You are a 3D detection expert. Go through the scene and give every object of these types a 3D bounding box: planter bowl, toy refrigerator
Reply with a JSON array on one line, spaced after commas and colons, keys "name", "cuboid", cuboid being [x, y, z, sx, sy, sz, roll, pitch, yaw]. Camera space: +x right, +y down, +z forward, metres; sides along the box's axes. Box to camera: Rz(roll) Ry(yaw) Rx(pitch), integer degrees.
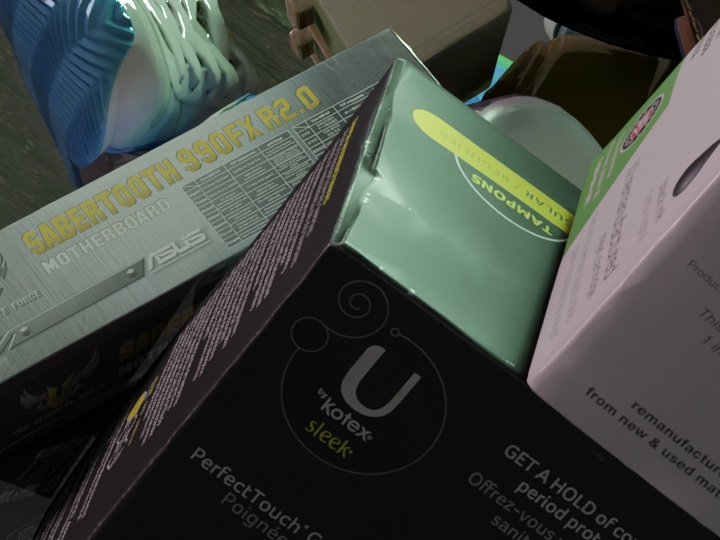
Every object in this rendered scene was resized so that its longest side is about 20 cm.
[{"name": "planter bowl", "cuboid": [0.079, -0.037, 1.225, 0.201, 0.083, 0.200, -53, 6, 8]}, {"name": "toy refrigerator", "cuboid": [0.010, -0.103, 1.187, 0.070, 0.076, 0.200, -31, -4, -2]}]

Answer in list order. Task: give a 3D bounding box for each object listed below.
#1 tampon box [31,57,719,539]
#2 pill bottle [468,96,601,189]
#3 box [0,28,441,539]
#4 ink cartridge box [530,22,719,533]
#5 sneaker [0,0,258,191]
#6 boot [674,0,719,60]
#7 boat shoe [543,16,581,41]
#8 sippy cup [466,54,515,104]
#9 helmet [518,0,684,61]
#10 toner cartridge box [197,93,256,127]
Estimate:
[{"name": "tampon box", "cuboid": [0.005, 0.074, 0.833, 0.200, 0.150, 0.126, -50, 10, 27]}, {"name": "pill bottle", "cuboid": [0.000, 0.000, 1.133, 0.199, 0.106, 0.106, -11, 37, 45]}, {"name": "box", "cuboid": [-0.064, 0.025, 0.944, 0.199, 0.048, 0.159, -30, -26, -23]}, {"name": "ink cartridge box", "cuboid": [0.141, -0.046, 0.726, 0.200, 0.084, 0.146, -51, 7, 26]}, {"name": "sneaker", "cuboid": [-0.084, -0.079, 1.084, 0.080, 0.077, 0.200, -25, -5, -6]}, {"name": "boot", "cuboid": [0.129, -0.137, 0.999, 0.074, 0.201, 0.097, -28, 8, -13]}, {"name": "boat shoe", "cuboid": [0.172, -0.152, 1.390, 0.200, 0.073, 0.062, -42, 54, 29]}, {"name": "sippy cup", "cuboid": [0.034, -0.032, 1.380, 0.131, 0.177, 0.140, -62, 31, 17]}, {"name": "helmet", "cuboid": [0.134, -0.200, 1.158, 0.192, 0.199, 0.200, -66, 10, -20]}, {"name": "toner cartridge box", "cuboid": [-0.112, 0.013, 1.044, 0.200, 0.043, 0.095, -35, 4, 9]}]
